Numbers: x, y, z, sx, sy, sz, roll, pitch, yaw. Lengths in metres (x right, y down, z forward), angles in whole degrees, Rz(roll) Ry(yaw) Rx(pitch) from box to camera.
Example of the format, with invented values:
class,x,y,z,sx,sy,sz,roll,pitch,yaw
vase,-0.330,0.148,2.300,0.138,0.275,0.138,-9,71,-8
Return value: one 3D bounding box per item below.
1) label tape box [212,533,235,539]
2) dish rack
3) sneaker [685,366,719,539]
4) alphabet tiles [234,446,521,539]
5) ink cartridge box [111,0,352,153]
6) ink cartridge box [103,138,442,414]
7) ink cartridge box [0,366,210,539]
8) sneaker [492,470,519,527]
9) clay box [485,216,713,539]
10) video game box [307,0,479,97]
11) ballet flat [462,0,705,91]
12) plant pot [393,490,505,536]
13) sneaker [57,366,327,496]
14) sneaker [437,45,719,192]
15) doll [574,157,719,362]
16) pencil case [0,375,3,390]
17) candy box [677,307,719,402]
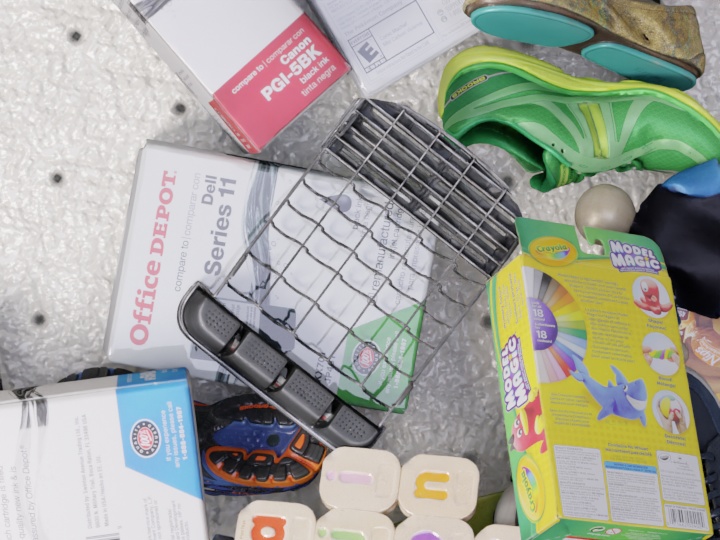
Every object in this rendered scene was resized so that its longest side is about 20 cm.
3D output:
class,x,y,z,sx,sy,sz,roll,pitch,yaw
label tape box,-0.061,0.278,1.677,0.066,0.200,0.144,20,105,-31
dish rack,0.000,0.000,1.673,0.153,0.055,0.200,38,86,-7
sneaker,0.214,0.163,1.680,0.076,0.146,0.204,-7,93,-1
alphabet tiles,0.016,0.205,1.616,0.194,0.015,0.201,4,67,6
ink cartridge box,-0.104,-0.174,1.690,0.083,0.147,0.200,-41,96,-3
ink cartridge box,-0.058,0.004,1.734,0.198,0.083,0.148,10,92,-5
ink cartridge box,-0.195,0.145,1.646,0.198,0.084,0.147,-6,95,-3
sneaker,0.145,0.119,1.707,0.085,0.201,0.077,-34,114,30
clay box,0.143,0.070,1.634,0.114,0.048,0.201,9,59,-28
video game box,0.040,-0.241,1.750,0.199,0.047,0.183,-31,97,-3
ballet flat,0.144,-0.168,1.722,0.199,0.071,0.071,15,92,-36
plant pot,0.069,0.249,1.716,0.199,0.200,0.194,-17,82,-4
sneaker,-0.116,0.116,1.742,0.198,0.079,0.076,10,69,11
sneaker,0.145,-0.084,1.746,0.198,0.074,0.084,13,67,3
doll,0.229,-0.001,1.719,0.199,0.048,0.137,24,93,-5
pencil case,-0.266,0.129,1.723,0.089,0.077,0.202,-10,95,-47
candy box,0.240,0.102,1.777,0.115,0.055,0.202,10,92,-5
